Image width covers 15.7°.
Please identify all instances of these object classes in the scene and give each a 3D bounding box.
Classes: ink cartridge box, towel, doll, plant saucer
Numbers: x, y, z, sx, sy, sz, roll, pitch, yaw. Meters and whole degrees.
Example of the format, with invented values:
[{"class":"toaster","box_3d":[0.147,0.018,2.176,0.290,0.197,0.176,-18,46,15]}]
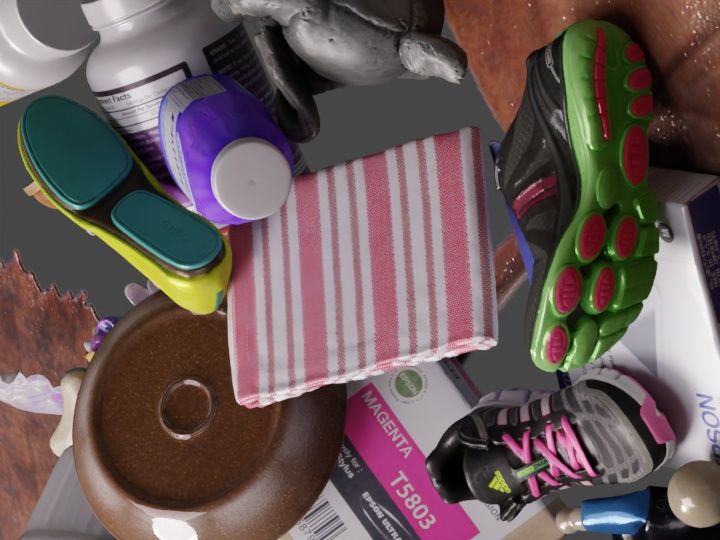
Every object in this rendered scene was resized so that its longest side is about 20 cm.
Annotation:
[{"class":"ink cartridge box","box_3d":[0.156,0.025,1.572,0.200,0.041,0.200,12,128,50]},{"class":"towel","box_3d":[0.000,0.000,1.644,0.200,0.030,0.146,-16,66,30]},{"class":"doll","box_3d":[0.186,0.168,1.599,0.136,0.048,0.200,17,154,-1]},{"class":"plant saucer","box_3d":[-0.108,0.094,1.715,0.200,0.200,0.037,39,-179,28]},{"class":"ink cartridge box","box_3d":[0.020,0.140,1.743,0.200,0.165,0.075,53,-172,6]}]

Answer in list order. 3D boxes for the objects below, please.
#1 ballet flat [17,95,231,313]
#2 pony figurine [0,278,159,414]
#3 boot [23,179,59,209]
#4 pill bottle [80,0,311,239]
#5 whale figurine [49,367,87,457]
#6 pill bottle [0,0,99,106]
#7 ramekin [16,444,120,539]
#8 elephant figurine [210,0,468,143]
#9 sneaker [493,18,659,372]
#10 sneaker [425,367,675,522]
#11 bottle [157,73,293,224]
[{"class":"ballet flat","box_3d":[-0.156,-0.037,1.715,0.200,0.067,0.067,40,157,30]},{"class":"pony figurine","box_3d":[-0.182,0.109,2.028,0.200,0.166,0.193,63,179,18]},{"class":"boot","box_3d":[-0.146,-0.025,1.837,0.074,0.200,0.155,-34,83,23]},{"class":"pill bottle","box_3d":[-0.112,-0.106,1.762,0.112,0.112,0.200,-3,115,56]},{"class":"whale figurine","box_3d":[-0.126,0.106,1.920,0.104,0.200,0.159,-96,16,-57]},{"class":"pill bottle","box_3d":[-0.262,-0.178,1.915,0.200,0.104,0.104,-13,108,57]},{"class":"ramekin","box_3d":[-0.140,0.196,1.834,0.200,0.098,0.200,16,159,6]},{"class":"elephant figurine","box_3d":[-0.019,-0.150,1.599,0.200,0.141,0.155,112,164,-64]},{"class":"sneaker","box_3d":[0.120,-0.040,1.474,0.084,0.077,0.200,-7,74,55]},{"class":"sneaker","box_3d":[0.110,0.113,1.594,0.200,0.087,0.074,-9,112,56]},{"class":"bottle","box_3d":[-0.082,-0.071,1.613,0.200,0.065,0.084,-134,30,-74]}]
